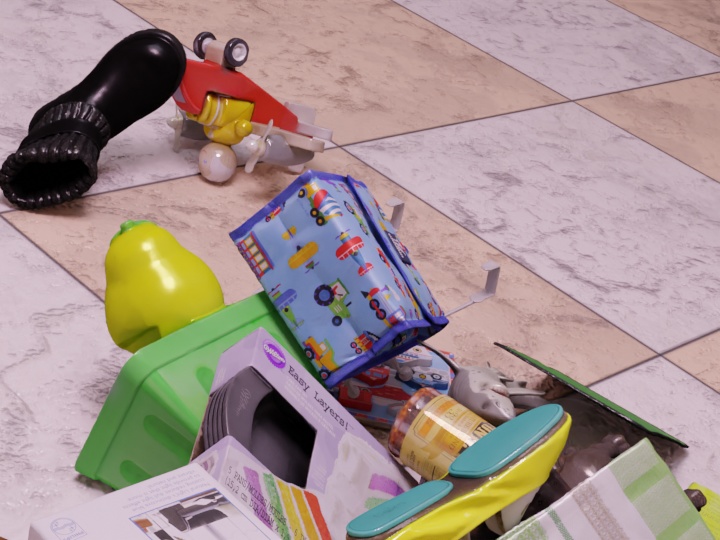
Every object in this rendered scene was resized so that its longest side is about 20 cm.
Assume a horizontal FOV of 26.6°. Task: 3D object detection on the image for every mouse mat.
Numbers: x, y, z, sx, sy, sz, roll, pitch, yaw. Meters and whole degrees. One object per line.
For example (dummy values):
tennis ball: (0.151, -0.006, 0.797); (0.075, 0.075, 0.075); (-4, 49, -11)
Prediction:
mouse mat: (0.213, 0.115, 1.390); (0.160, 0.008, 0.200); (30, 1, 26)

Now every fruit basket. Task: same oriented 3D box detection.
fruit basket: (-0.147, 0.069, 1.219); (0.213, 0.156, 0.217); (21, 34, -15)

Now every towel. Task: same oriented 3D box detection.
towel: (0.164, 0.231, 1.067); (0.199, 0.031, 0.150); (-31, 83, -18)

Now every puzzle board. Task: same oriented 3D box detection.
puzzle board: (-0.005, 0.093, 1.405); (0.197, 0.018, 0.151); (13, 28, -6)

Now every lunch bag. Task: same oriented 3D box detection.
lunch bag: (0.000, 0.000, 1.291); (0.151, 0.094, 0.200); (56, 20, 8)

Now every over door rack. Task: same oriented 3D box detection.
over door rack: (0.015, 0.030, 1.426); (0.199, 0.067, 0.147); (-33, 51, -31)

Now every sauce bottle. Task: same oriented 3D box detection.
sauce bottle: (0.113, 0.162, 1.148); (0.199, 0.067, 0.066); (31, 31, 23)

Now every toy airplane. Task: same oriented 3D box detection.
toy airplane: (-0.130, -0.158, 1.708); (0.197, 0.142, 0.200); (28, -9, 2)

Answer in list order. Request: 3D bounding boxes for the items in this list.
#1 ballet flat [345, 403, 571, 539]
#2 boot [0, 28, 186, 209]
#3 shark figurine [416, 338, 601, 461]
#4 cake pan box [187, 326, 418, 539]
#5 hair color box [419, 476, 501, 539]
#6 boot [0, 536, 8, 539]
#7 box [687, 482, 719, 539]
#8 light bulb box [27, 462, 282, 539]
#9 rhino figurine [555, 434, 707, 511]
ballet flat: (0.076, 0.167, 1.078); (0.199, 0.068, 0.067); (-28, 13, -25)
boot: (-0.271, -0.153, 1.564); (0.080, 0.210, 0.158); (48, 16, -18)
shark figurine: (0.107, 0.124, 1.286); (0.127, 0.090, 0.214); (26, 4, 29)
cake pan box: (-0.042, 0.161, 1.095); (0.200, 0.052, 0.185); (47, 25, -19)
hair color box: (0.110, 0.223, 1.172); (0.109, 0.065, 0.201); (9, 27, -11)
boot: (-0.275, 0.212, 0.985); (0.198, 0.069, 0.188); (21, 28, 12)
box: (0.278, 0.252, 1.221); (0.121, 0.048, 0.199); (28, 30, 23)
light bulb box: (-0.092, 0.255, 0.857); (0.124, 0.201, 0.199); (-16, 39, -42)
rhino figurine: (0.234, 0.200, 1.177); (0.199, 0.060, 0.087); (33, 25, 16)
